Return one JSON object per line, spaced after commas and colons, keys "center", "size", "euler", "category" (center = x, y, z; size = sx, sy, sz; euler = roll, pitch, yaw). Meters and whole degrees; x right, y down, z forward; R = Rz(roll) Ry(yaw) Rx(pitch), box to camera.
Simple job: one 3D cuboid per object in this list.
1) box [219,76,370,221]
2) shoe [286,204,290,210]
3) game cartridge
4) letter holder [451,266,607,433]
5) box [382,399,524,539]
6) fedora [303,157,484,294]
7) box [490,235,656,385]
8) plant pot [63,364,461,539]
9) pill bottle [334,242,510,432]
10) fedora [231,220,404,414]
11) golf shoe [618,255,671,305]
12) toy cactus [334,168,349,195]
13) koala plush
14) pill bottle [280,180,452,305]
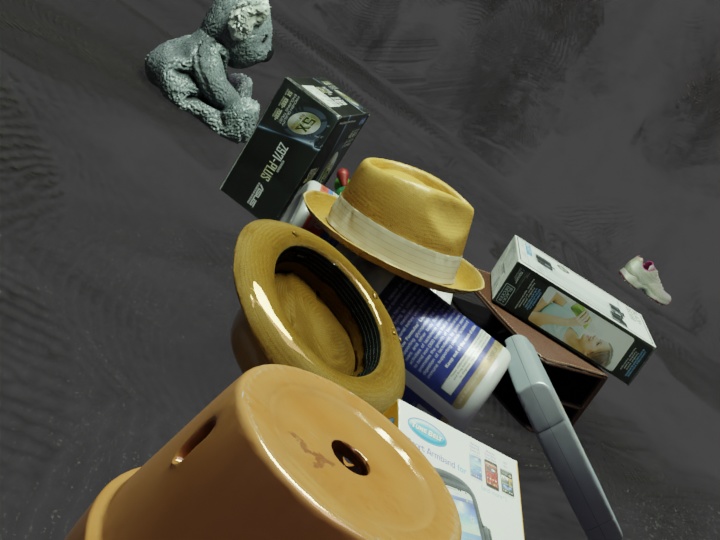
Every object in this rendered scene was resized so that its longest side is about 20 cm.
{"center": [-0.079, -0.158, 1.250], "size": [0.085, 0.165, 0.200], "euler": [35, 15, 3], "category": "box"}
{"center": [-0.016, -0.027, 1.212], "size": [0.198, 0.054, 0.070], "euler": [24, 8, -34], "category": "shoe"}
{"center": [0.201, 0.174, 0.960], "size": [0.203, 0.041, 0.133], "euler": [62, 4, -18], "category": "game cartridge"}
{"center": [0.179, 0.095, 1.190], "size": [0.141, 0.102, 0.201], "euler": [19, 22, -41], "category": "letter holder"}
{"center": [0.062, 0.181, 0.677], "size": [0.118, 0.041, 0.202], "euler": [29, 39, -21], "category": "box"}
{"center": [0.044, -0.054, 0.937], "size": [0.197, 0.083, 0.201], "euler": [25, 15, -7], "category": "fedora"}
{"center": [0.259, 0.046, 1.192], "size": [0.198, 0.061, 0.117], "euler": [32, 18, -2], "category": "box"}
{"center": [-0.039, 0.147, 0.494], "size": [0.198, 0.141, 0.201], "euler": [33, 15, -10], "category": "plant pot"}
{"center": [0.037, 0.067, 0.933], "size": [0.199, 0.117, 0.116], "euler": [38, 16, 7], "category": "pill bottle"}
{"center": [-0.049, 0.053, 0.794], "size": [0.199, 0.082, 0.202], "euler": [37, 27, -22], "category": "fedora"}
{"center": [0.853, 0.031, 2.831], "size": [0.198, 0.092, 0.076], "euler": [31, 14, -23], "category": "golf shoe"}
{"center": [0.009, -0.084, 1.390], "size": [0.163, 0.103, 0.201], "euler": [1, 45, -48], "category": "toy cactus"}
{"center": [-0.200, -0.328, 1.419], "size": [0.182, 0.202, 0.178], "euler": [28, 17, -22], "category": "koala plush"}
{"center": [0.000, 0.000, 1.055], "size": [0.198, 0.113, 0.113], "euler": [31, 16, -12], "category": "pill bottle"}
